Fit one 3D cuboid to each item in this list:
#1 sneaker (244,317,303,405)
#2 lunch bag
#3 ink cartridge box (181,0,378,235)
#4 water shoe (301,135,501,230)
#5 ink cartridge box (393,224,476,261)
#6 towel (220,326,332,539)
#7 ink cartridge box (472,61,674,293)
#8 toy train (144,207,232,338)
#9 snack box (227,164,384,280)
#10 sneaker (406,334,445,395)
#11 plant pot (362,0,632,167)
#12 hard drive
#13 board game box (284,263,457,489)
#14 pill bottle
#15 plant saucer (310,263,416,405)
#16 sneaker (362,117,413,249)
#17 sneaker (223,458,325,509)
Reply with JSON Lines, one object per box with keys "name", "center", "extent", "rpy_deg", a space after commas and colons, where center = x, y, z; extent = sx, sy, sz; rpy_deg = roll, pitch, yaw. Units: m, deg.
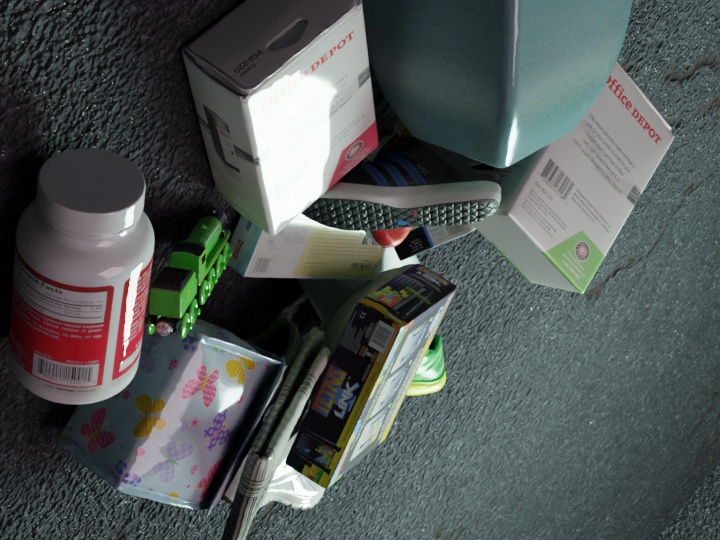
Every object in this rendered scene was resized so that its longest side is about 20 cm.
{"name": "sneaker", "center": [-0.131, 0.121, 1.760], "extent": [0.200, 0.074, 0.089], "rpy_deg": [-48, 155, -32]}
{"name": "lunch bag", "center": [-0.158, 0.134, 1.632], "extent": [0.200, 0.127, 0.170], "rpy_deg": [30, 88, -56]}
{"name": "ink cartridge box", "center": [-0.066, -0.150, 1.516], "extent": [0.146, 0.085, 0.200], "rpy_deg": [-42, 153, -21]}
{"name": "water shoe", "center": [0.033, -0.085, 1.630], "extent": [0.072, 0.199, 0.079], "rpy_deg": [99, -8, -65]}
{"name": "ink cartridge box", "center": [0.120, -0.065, 1.883], "extent": [0.099, 0.039, 0.200], "rpy_deg": [-23, -177, 35]}
{"name": "towel", "center": [-0.084, 0.179, 1.712], "extent": [0.200, 0.034, 0.193], "rpy_deg": [-65, 176, -47]}
{"name": "ink cartridge box", "center": [0.205, -0.102, 1.717], "extent": [0.145, 0.084, 0.200], "rpy_deg": [43, 71, -35]}
{"name": "toy train", "center": [-0.150, -0.001, 1.524], "extent": [0.200, 0.042, 0.057], "rpy_deg": [-70, 165, -65]}
{"name": "snack box", "center": [-0.038, -0.050, 1.704], "extent": [0.200, 0.037, 0.116], "rpy_deg": [2, 117, -51]}
{"name": "sneaker", "center": [0.026, 0.108, 2.015], "extent": [0.200, 0.074, 0.084], "rpy_deg": [-6, 103, -52]}
{"name": "plant pot", "center": [0.123, -0.212, 1.565], "extent": [0.196, 0.196, 0.200], "rpy_deg": [-30, 129, -39]}
{"name": "hard drive", "center": [0.000, 0.000, 1.871], "extent": [0.132, 0.026, 0.200], "rpy_deg": [-47, 152, -11]}
{"name": "board game box", "center": [0.012, 0.105, 1.762], "extent": [0.200, 0.057, 0.165], "rpy_deg": [-65, 167, 22]}
{"name": "pill bottle", "center": [-0.228, 0.004, 1.411], "extent": [0.112, 0.112, 0.200], "rpy_deg": [-28, 145, -40]}
{"name": "plant saucer", "center": [-0.003, 0.070, 1.851], "extent": [0.200, 0.050, 0.200], "rpy_deg": [-47, 158, -25]}
{"name": "sneaker", "center": [0.065, -0.112, 1.685], "extent": [0.077, 0.085, 0.200], "rpy_deg": [36, 74, -39]}
{"name": "sneaker", "center": [-0.088, 0.220, 1.949], "extent": [0.200, 0.074, 0.087], "rpy_deg": [4, 114, -60]}
